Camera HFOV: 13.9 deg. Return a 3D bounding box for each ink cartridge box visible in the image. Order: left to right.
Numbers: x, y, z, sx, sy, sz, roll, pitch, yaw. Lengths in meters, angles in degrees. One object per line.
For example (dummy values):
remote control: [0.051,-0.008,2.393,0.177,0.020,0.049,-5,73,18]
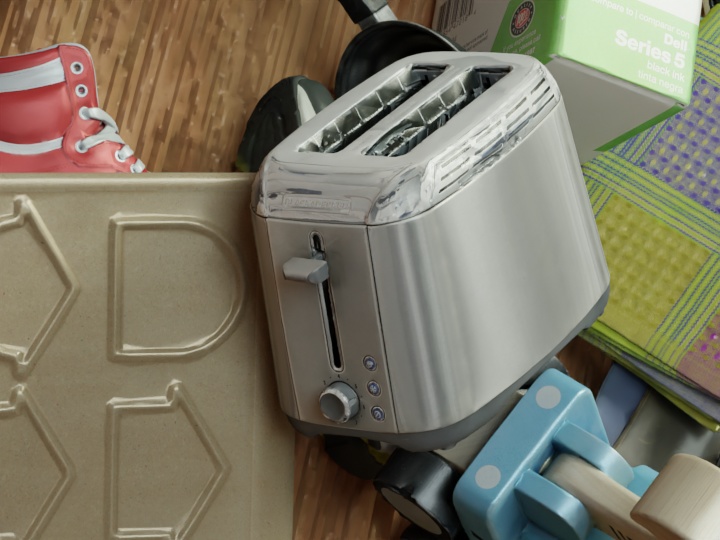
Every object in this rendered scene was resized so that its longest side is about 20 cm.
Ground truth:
ink cartridge box: [0.107,-0.163,1.496,0.084,0.145,0.200,19,68,-22]

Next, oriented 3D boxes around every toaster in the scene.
toaster: [0.035,-0.016,1.336,0.200,0.114,0.129,-38,124,-44]

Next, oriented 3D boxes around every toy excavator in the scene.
toy excavator: [0.110,0.108,1.351,0.200,0.195,0.100,29,71,27]

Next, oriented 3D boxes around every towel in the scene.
towel: [0.182,-0.031,1.494,0.144,0.023,0.200,32,76,19]

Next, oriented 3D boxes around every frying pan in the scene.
frying pan: [0.009,-0.098,1.462,0.031,0.115,0.190,-27,68,-39]

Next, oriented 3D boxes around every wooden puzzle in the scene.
wooden puzzle: [-0.124,0.047,1.324,0.200,0.046,0.185,-1,98,-24]

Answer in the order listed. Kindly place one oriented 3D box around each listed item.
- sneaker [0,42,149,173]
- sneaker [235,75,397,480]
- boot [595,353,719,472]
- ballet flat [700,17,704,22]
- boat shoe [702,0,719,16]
sneaker: [-0.114,-0.040,1.393,0.200,0.071,0.113,18,71,-19]
sneaker: [0.000,0.000,1.446,0.085,0.074,0.200,-15,91,-35]
boot: [0.137,0.120,1.487,0.097,0.075,0.200,30,72,13]
ballet flat: [0.204,-0.040,1.554,0.063,0.069,0.200,-31,89,-22]
boat shoe: [0.225,-0.173,1.608,0.074,0.063,0.202,-14,83,-31]
